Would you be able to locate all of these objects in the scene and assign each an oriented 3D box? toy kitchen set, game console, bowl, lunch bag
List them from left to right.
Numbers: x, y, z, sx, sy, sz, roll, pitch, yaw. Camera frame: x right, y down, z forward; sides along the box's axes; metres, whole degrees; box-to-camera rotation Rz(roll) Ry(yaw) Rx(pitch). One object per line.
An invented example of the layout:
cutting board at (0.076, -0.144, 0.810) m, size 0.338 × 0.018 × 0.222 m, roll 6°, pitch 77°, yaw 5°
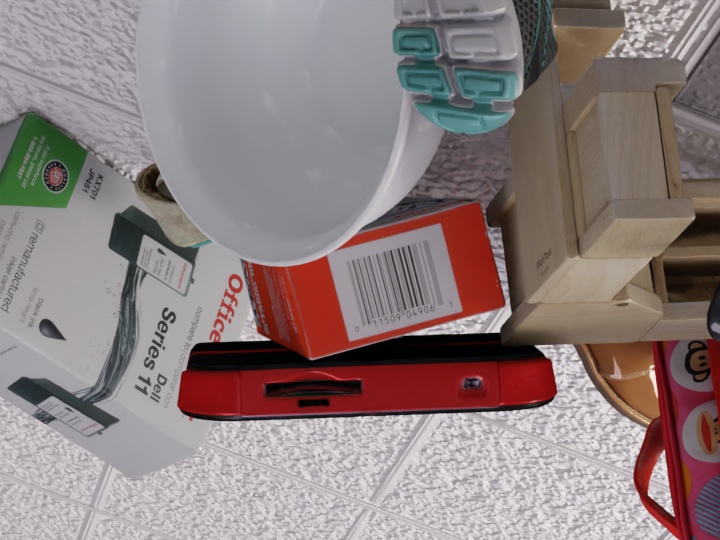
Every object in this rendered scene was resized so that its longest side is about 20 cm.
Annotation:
bowl at (-0.018, -0.106, 1.106) m, size 0.090 × 0.202 × 0.201 m, roll -7°, pitch 172°, yaw -44°
game console at (0.001, 0.057, 1.197) m, size 0.199 × 0.031 × 0.177 m, roll -1°, pitch -178°, yaw -2°
toy kitchen set at (0.167, -0.070, 1.106) m, size 0.180 × 0.164 × 0.200 m, roll -1°, pitch 162°, yaw -12°
lunch bag at (0.235, 0.091, 1.208) m, size 0.176 × 0.200 × 0.082 m, roll -17°, pitch 139°, yaw 17°

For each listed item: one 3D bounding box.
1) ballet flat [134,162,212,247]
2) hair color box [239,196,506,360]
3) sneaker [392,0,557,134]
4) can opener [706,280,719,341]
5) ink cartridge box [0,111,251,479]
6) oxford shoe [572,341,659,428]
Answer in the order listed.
ballet flat at (-0.065, -0.058, 1.286) m, size 0.200 × 0.068 × 0.062 m, roll -19°, pitch 123°, yaw 45°
hair color box at (0.000, 0.000, 1.214) m, size 0.111 × 0.064 × 0.200 m, roll -15°, pitch -176°, yaw -10°
sneaker at (0.050, -0.168, 0.999) m, size 0.077 × 0.091 × 0.201 m, roll 3°, pitch 107°, yaw 29°
can opener at (0.224, -0.049, 1.014) m, size 0.079 × 0.200 × 0.063 m, roll 35°, pitch 169°, yaw -28°
ink cartridge box at (-0.175, 0.019, 1.386) m, size 0.200 × 0.147 × 0.083 m, roll 35°, pitch 144°, yaw -28°
oxford shoe at (0.171, 0.036, 1.304) m, size 0.071 × 0.071 × 0.200 m, roll -17°, pitch 134°, yaw 37°
